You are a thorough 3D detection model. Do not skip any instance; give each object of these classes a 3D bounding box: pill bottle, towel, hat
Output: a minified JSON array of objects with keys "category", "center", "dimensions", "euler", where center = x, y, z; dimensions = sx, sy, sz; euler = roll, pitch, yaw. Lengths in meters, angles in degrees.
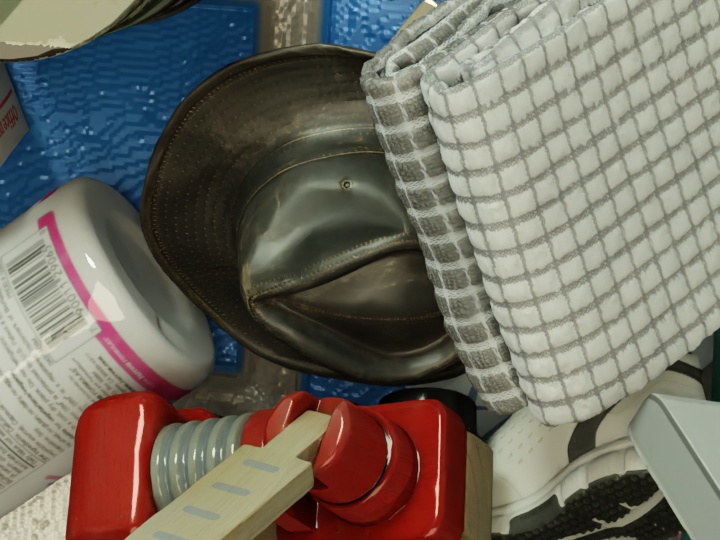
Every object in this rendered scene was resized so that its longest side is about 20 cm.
[{"category":"pill bottle","center":[-0.177,0.055,1.120],"dimensions":[0.200,0.113,0.114],"euler":[-33,95,12]},{"category":"towel","center":[0.103,-0.056,0.983],"dimensions":[0.200,0.085,0.166],"euler":[-36,118,-30]},{"category":"hat","center":[0.000,0.000,1.034],"dimensions":[0.199,0.081,0.201],"euler":[2,130,3]}]

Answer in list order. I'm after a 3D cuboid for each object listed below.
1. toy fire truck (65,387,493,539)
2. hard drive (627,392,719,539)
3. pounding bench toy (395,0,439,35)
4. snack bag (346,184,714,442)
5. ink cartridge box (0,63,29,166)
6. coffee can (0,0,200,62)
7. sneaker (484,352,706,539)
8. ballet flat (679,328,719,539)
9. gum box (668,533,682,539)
[{"category":"toy fire truck","center":[-0.057,0.096,0.992],"dimensions":[0.175,0.200,0.129],"euler":[-7,66,25]},{"category":"hard drive","center":[0.217,0.112,0.973],"dimensions":[0.199,0.132,0.026],"euler":[10,124,-33]},{"category":"pounding bench toy","center":[0.062,-0.197,1.030],"dimensions":[0.155,0.124,0.201],"euler":[-22,91,10]},{"category":"snack bag","center":[0.079,-0.013,1.115],"dimensions":[0.188,0.021,0.200],"euler":[-42,93,12]},{"category":"ink cartridge box","center":[-0.209,-0.096,1.089],"dimensions":[0.067,0.117,0.201],"euler":[-17,106,7]},{"category":"coffee can","center":[-0.128,-0.172,1.029],"dimensions":[0.146,0.200,0.147],"euler":[1,100,7]},{"category":"sneaker","center":[0.087,0.092,1.073],"dimensions":[0.074,0.080,0.200],"euler":[27,144,-31]},{"category":"ballet flat","center":[0.179,0.085,1.049],"dimensions":[0.073,0.073,0.201],"euler":[10,81,5]},{"category":"gum box","center":[0.176,0.201,1.125],"dimensions":[0.113,0.066,0.201],"euler":[21,102,4]}]
